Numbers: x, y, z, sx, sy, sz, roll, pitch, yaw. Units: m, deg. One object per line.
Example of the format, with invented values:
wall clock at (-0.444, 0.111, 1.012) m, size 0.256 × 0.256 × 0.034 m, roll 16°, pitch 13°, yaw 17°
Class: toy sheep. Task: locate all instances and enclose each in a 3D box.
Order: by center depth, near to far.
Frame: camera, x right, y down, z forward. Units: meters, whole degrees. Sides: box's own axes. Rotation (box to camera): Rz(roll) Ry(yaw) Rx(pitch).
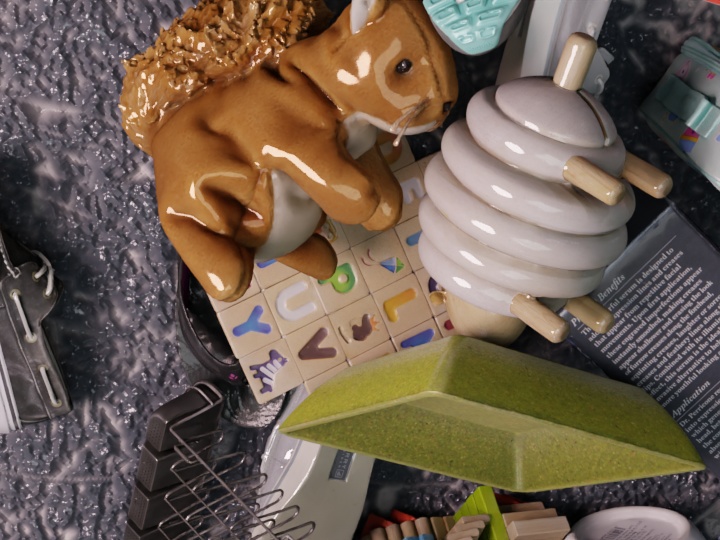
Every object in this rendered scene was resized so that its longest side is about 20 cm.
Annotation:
toy sheep at (0.101, -0.042, 0.897) m, size 0.137 × 0.138 × 0.201 m, roll 17°, pitch 112°, yaw -12°

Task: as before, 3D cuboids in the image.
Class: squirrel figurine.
squirrel figurine at (-0.041, -0.109, 0.918) m, size 0.187 × 0.141 × 0.200 m, roll -47°, pitch 69°, yaw 23°

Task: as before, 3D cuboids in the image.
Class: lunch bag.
lunch bag at (0.261, -0.071, 0.964) m, size 0.160 × 0.200 × 0.077 m, roll 35°, pitch 101°, yaw -15°

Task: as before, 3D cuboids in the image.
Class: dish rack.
dish rack at (-0.082, 0.189, 1.017) m, size 0.054 × 0.200 × 0.154 m, roll -19°, pitch 138°, yaw -39°

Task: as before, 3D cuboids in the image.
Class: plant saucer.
plant saucer at (0.079, 0.090, 0.964) m, size 0.199 × 0.200 × 0.048 m, roll 17°, pitch 70°, yaw -26°

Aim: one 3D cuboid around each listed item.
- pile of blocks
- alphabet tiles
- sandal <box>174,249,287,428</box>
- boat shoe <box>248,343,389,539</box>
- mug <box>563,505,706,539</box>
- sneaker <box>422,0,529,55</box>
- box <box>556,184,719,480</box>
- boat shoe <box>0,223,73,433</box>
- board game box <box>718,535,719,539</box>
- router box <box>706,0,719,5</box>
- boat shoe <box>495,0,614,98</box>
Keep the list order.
pile of blocks at (0.046, 0.191, 1.108) m, size 0.199 × 0.062 × 0.082 m, roll -15°, pitch 149°, yaw -6°
alphabet tiles at (0.000, 0.000, 1.022) m, size 0.199 × 0.006 × 0.167 m, roll -26°, pitch 97°, yaw -15°
sandal at (-0.096, 0.017, 1.030) m, size 0.075 × 0.048 × 0.202 m, roll -6°, pitch 107°, yaw 10°
boat shoe at (-0.034, 0.134, 1.080) m, size 0.070 × 0.071 × 0.202 m, roll 16°, pitch 102°, yaw -30°
mug at (0.184, 0.275, 1.099) m, size 0.199 × 0.147 × 0.176 m, roll -17°, pitch 105°, yaw -38°
sneaker at (0.080, -0.183, 0.913) m, size 0.077 × 0.201 × 0.091 m, roll -10°, pitch 133°, yaw 18°
box at (0.211, 0.032, 1.026) m, size 0.200 × 0.149 × 0.107 m, roll 42°, pitch 101°, yaw -18°
boat shoe at (-0.232, 0.014, 1.019) m, size 0.071 × 0.072 × 0.201 m, roll -12°, pitch 122°, yaw -11°
board game box at (0.360, 0.133, 1.098) m, size 0.200 × 0.062 × 0.200 m, roll 25°, pitch 100°, yaw -41°
router box at (0.154, -0.245, 0.888) m, size 0.179 × 0.201 × 0.049 m, roll 14°, pitch 135°, yaw -12°
boat shoe at (0.131, -0.142, 0.999) m, size 0.068 × 0.072 × 0.201 m, roll 10°, pitch 100°, yaw -9°
